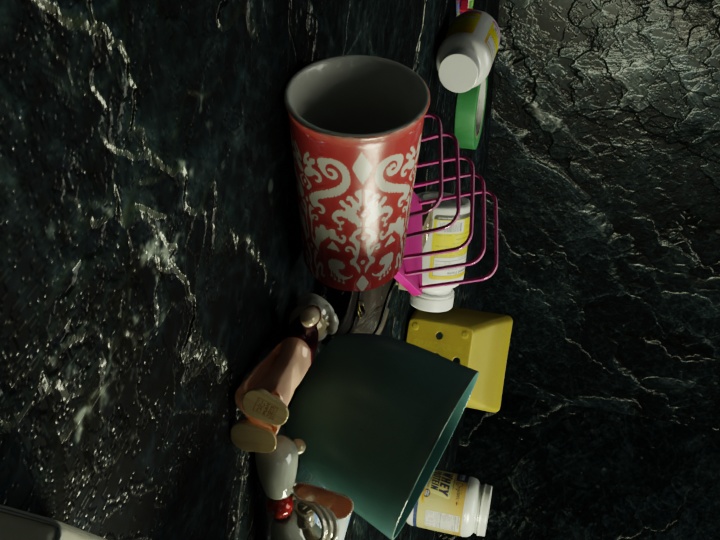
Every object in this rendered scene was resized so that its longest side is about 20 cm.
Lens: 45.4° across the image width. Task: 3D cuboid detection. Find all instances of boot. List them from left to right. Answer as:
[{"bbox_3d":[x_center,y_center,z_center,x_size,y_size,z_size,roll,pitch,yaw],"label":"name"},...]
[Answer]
[{"bbox_3d":[0.000,0.000,1.059,0.174,0.068,0.203,37,60,-72],"label":"boot"}]

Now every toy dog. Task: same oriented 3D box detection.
[{"bbox_3d":[-0.051,0.258,0.894,0.096,0.131,0.202,-26,138,-40],"label":"toy dog"}]

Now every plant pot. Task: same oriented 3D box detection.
[{"bbox_3d":[0.015,0.163,0.947,0.202,0.160,0.201,-56,165,-24],"label":"plant pot"},{"bbox_3d":[0.179,0.175,1.740,0.176,0.198,0.203,10,89,-66],"label":"plant pot"}]

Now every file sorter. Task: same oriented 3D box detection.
[{"bbox_3d":[0.080,-0.078,1.049,0.200,0.124,0.141,41,45,-53],"label":"file sorter"}]

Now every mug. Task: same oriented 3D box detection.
[{"bbox_3d":[0.002,-0.102,0.859,0.178,0.132,0.202,-67,164,-44],"label":"mug"}]

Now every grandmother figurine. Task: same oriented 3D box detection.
[{"bbox_3d":[-0.067,0.083,0.841,0.122,0.060,0.200,-57,-176,30],"label":"grandmother figurine"}]

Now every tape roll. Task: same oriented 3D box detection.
[{"bbox_3d":[0.262,-0.390,2.037,0.200,0.048,0.203,9,90,-78],"label":"tape roll"}]

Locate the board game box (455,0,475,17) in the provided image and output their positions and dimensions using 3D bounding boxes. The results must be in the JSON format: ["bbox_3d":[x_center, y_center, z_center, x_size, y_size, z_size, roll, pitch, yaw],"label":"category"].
[{"bbox_3d":[0.228,-0.584,1.765,0.201,0.038,0.160,76,25,-60],"label":"board game box"}]

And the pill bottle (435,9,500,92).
[{"bbox_3d":[0.199,-0.405,1.607,0.201,0.103,0.105,-65,159,-52],"label":"pill bottle"}]

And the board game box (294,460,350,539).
[{"bbox_3d":[-0.047,0.292,1.089,0.201,0.043,0.200,85,19,-47],"label":"board game box"}]

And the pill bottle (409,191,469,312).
[{"bbox_3d":[0.137,-0.033,1.558,0.111,0.110,0.203,-50,147,-67],"label":"pill bottle"}]

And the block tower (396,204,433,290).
[{"bbox_3d":[0.074,-0.048,1.391,0.201,0.057,0.055,-67,161,-55],"label":"block tower"}]

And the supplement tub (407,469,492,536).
[{"bbox_3d":[0.219,0.573,2.127,0.144,0.197,0.147,8,90,-78],"label":"supplement tub"}]

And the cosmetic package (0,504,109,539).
[{"bbox_3d":[-0.149,0.157,0.397,0.200,0.102,0.074,70,32,-64],"label":"cosmetic package"}]
